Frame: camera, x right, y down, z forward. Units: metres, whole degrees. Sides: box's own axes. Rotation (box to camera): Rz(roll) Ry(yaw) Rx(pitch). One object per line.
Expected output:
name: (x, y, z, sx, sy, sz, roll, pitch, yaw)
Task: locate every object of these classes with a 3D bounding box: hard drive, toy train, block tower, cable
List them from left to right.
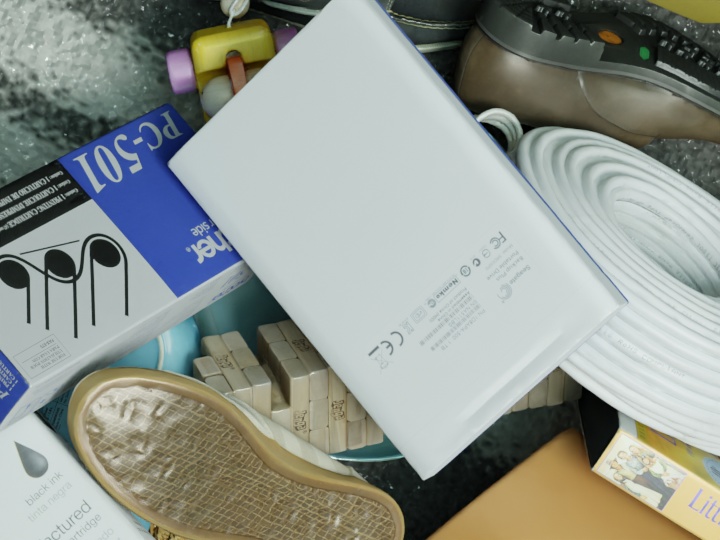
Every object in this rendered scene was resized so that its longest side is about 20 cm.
toy train: (-0.010, -0.100, 1.410, 0.150, 0.056, 0.200, -36, 107, 6)
block tower: (0.012, 0.051, 1.432, 0.199, 0.054, 0.058, -11, 123, -19)
hard drive: (0.016, -0.019, 1.351, 0.132, 0.025, 0.200, -43, 80, 20)
cable: (0.145, 0.008, 1.423, 0.200, 0.200, 0.069, 15, 121, -40)

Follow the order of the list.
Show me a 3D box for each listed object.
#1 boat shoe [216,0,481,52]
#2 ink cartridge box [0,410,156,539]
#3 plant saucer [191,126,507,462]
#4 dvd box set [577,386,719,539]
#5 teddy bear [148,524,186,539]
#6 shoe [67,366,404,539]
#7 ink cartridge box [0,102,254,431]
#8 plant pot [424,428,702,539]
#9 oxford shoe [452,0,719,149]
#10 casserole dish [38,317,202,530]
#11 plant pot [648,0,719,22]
boat shoe: (-0.004, -0.156, 1.466, 0.199, 0.068, 0.072, 9, 84, -19)
ink cartridge box: (-0.215, 0.107, 1.342, 0.145, 0.084, 0.200, -43, 83, -4)
plant saucer: (0.000, 0.000, 1.482, 0.199, 0.027, 0.201, 1, 87, -18)
dvd box set: (0.202, 0.120, 1.437, 0.200, 0.146, 0.029, 32, 103, -6)
teddy bear: (-0.066, 0.185, 1.434, 0.144, 0.067, 0.201, 10, 85, -15)
shoe: (-0.067, 0.098, 1.357, 0.200, 0.053, 0.070, 30, 88, -34)
ink cartridge box: (-0.133, -0.005, 1.354, 0.094, 0.044, 0.200, 49, 40, 8)
plant pot: (0.097, 0.176, 1.432, 0.200, 0.200, 0.140, -38, 83, -15)
oxford shoe: (0.134, -0.093, 1.514, 0.199, 0.073, 0.085, 15, 118, -26)
casserole dish: (-0.155, 0.084, 1.406, 0.121, 0.039, 0.201, 19, 82, 3)
plant pot: (0.189, -0.235, 1.473, 0.176, 0.200, 0.200, 40, 77, -25)
